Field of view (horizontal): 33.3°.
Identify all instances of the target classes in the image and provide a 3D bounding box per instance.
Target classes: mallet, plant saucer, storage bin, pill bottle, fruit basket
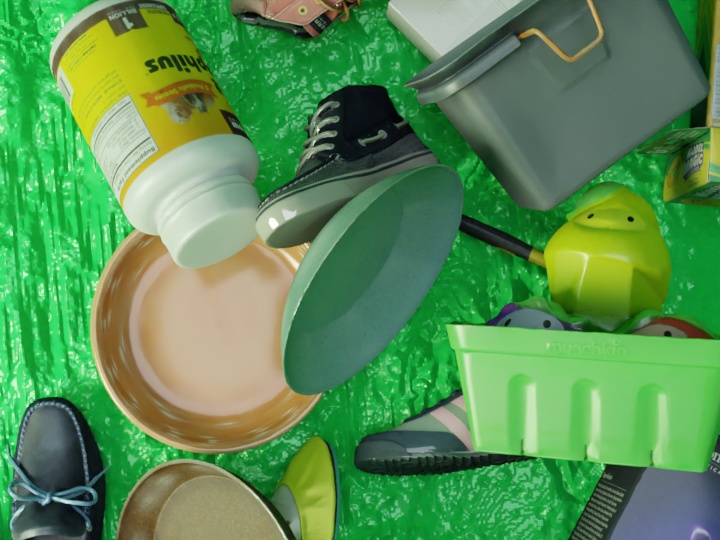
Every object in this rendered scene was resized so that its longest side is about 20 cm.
[{"bbox_3d":[0.145,-0.008,0.979,0.199,0.066,0.041,24,82,15],"label":"mallet"},{"bbox_3d":[-0.106,0.237,0.904,0.200,0.034,0.201,6,99,37],"label":"plant saucer"},{"bbox_3d":[0.157,-0.142,0.890,0.200,0.146,0.135,-37,99,-3],"label":"storage bin"},{"bbox_3d":[-0.113,0.044,0.961,0.199,0.037,0.201,0,85,-1],"label":"plant saucer"},{"bbox_3d":[0.000,0.000,0.890,0.039,0.201,0.201,36,85,24],"label":"plant saucer"},{"bbox_3d":[-0.149,-0.104,0.911,0.109,0.109,0.200,-30,71,-4],"label":"pill bottle"},{"bbox_3d":[0.173,0.031,0.860,0.215,0.155,0.217,-1,88,19],"label":"fruit basket"}]

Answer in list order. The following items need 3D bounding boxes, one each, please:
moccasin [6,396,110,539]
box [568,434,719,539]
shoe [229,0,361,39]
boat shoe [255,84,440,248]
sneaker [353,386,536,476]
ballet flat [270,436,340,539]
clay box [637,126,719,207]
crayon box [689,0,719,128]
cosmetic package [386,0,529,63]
[{"bbox_3d":[-0.230,0.198,0.930,0.080,0.068,0.201,-8,86,-3],"label":"moccasin"},{"bbox_3d":[0.245,0.224,0.928,0.148,0.104,0.201,27,86,1],"label":"box"},{"bbox_3d":[-0.012,-0.225,0.944,0.199,0.071,0.091,15,89,27],"label":"shoe"},{"bbox_3d":[-0.026,-0.084,0.917,0.075,0.200,0.093,-39,80,37],"label":"boat shoe"},{"bbox_3d":[0.089,0.113,0.957,0.199,0.070,0.082,-8,70,-5],"label":"sneaker"},{"bbox_3d":[-0.054,0.230,0.931,0.067,0.067,0.201,3,89,-28],"label":"ballet flat"},{"bbox_3d":[0.326,-0.075,0.946,0.199,0.115,0.048,4,85,-1],"label":"clay box"},{"bbox_3d":[0.344,-0.196,0.987,0.125,0.052,0.201,6,87,-2],"label":"crayon box"},{"bbox_3d":[0.120,-0.169,0.977,0.083,0.051,0.200,-44,88,-2],"label":"cosmetic package"}]
